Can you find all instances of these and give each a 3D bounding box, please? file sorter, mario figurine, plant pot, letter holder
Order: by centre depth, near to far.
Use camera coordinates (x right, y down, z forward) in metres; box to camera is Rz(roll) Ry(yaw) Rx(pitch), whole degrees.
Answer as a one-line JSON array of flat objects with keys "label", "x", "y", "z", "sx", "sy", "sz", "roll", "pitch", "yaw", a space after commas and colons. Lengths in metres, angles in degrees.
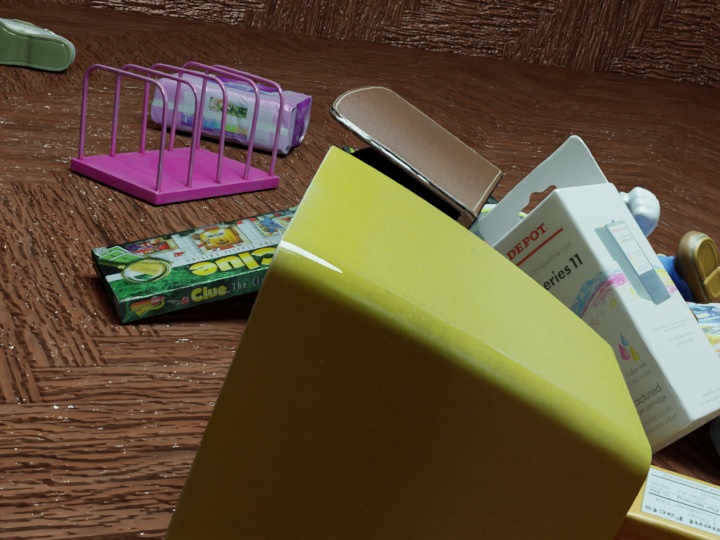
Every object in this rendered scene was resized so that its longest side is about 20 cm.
[{"label": "plant pot", "x": 0.021, "y": 0.083, "z": 0.512, "sx": 0.175, "sy": 0.201, "sz": 0.200, "roll": 22, "pitch": 18, "yaw": -2}, {"label": "mario figurine", "x": 0.153, "y": -0.001, "z": 0.792, "sx": 0.123, "sy": 0.107, "sz": 0.199, "roll": -13, "pitch": 10, "yaw": -37}, {"label": "letter holder", "x": 0.022, "y": -0.067, "z": 0.876, "sx": 0.142, "sy": 0.101, "sz": 0.200, "roll": 38, "pitch": 19, "yaw": 1}, {"label": "file sorter", "x": -0.198, "y": -0.163, "z": 1.216, "sx": 0.138, "sy": 0.127, "sz": 0.199, "roll": 21, "pitch": 21, "yaw": 31}]

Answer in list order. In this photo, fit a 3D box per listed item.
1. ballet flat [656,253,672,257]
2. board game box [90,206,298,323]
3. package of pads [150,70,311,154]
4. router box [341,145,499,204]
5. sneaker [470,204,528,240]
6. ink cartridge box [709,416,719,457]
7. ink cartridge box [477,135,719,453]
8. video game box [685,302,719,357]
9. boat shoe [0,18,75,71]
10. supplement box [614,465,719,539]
[{"label": "ballet flat", "x": 0.254, "y": 0.012, "z": 1.016, "sx": 0.064, "sy": 0.076, "sz": 0.199, "roll": 1, "pitch": 9, "yaw": 42}, {"label": "board game box", "x": -0.111, "y": -0.010, "z": 0.886, "sx": 0.198, "sy": 0.024, "sz": 0.105, "roll": -14, "pitch": 31, "yaw": -21}, {"label": "package of pads", "x": -0.174, "y": -0.219, "z": 1.485, "sx": 0.198, "sy": 0.076, "sz": 0.121, "roll": 13, "pitch": 19, "yaw": 7}, {"label": "router box", "x": 0.059, "y": -0.078, "z": 1.206, "sx": 0.148, "sy": 0.063, "sz": 0.200, "roll": 8, "pitch": 18, "yaw": -12}, {"label": "sneaker", "x": 0.172, "y": -0.016, "z": 1.073, "sx": 0.198, "sy": 0.075, "sz": 0.081, "roll": 3, "pitch": 22, "yaw": -16}, {"label": "ink cartridge box", "x": 0.348, "y": 0.148, "z": 0.719, "sx": 0.198, "sy": 0.044, "sz": 0.174, "roll": 12, "pitch": 17, "yaw": 4}, {"label": "ink cartridge box", "x": 0.134, "y": 0.026, "z": 0.691, "sx": 0.067, "sy": 0.117, "sz": 0.201, "roll": -9, "pitch": 64, "yaw": -43}, {"label": "video game box", "x": 0.249, "y": 0.061, "z": 0.842, "sx": 0.181, "sy": 0.047, "sz": 0.199, "roll": -2, "pitch": 6, "yaw": 39}, {"label": "boat shoe", "x": -0.555, "y": -0.363, "z": 1.723, "sx": 0.198, "sy": 0.075, "sz": 0.068, "roll": 17, "pitch": 13, "yaw": -11}, {"label": "supplement box", "x": 0.221, "y": 0.165, "z": 0.556, "sx": 0.198, "sy": 0.067, "sz": 0.069, "roll": 16, "pitch": 22, "yaw": 17}]
